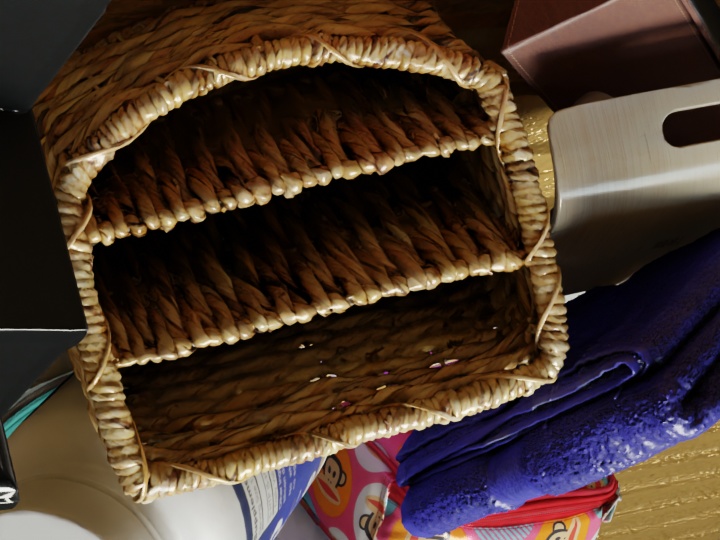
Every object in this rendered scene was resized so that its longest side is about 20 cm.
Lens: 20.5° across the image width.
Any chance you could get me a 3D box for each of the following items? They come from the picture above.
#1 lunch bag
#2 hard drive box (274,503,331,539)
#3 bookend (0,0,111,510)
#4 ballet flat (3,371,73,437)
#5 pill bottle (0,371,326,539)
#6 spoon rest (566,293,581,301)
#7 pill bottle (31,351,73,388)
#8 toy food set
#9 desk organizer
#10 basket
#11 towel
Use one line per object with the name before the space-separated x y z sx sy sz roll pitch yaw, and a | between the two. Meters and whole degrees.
lunch bag | 0.050 0.108 1.151 0.175 0.200 0.082 -2 119 -35
hard drive box | -0.018 0.175 1.159 0.155 0.200 0.077 11 117 -3
bookend | -0.131 -0.054 0.635 0.092 0.200 0.200 2 148 -38
ballet flat | -0.183 0.120 1.019 0.200 0.069 0.069 -54 149 8
pill bottle | -0.096 0.097 0.874 0.119 0.120 0.200 -32 -171 27
spoon rest | 0.180 -0.021 1.146 0.199 0.061 0.099 -28 156 17
pill bottle | -0.232 0.041 0.878 0.199 0.111 0.111 -21 157 2
toy food set | 0.133 -0.041 0.905 0.143 0.061 0.200 -11 167 -10
desk organizer | 0.118 -0.106 0.891 0.077 0.072 0.200 -24 157 15
basket | -0.027 -0.023 0.804 0.199 0.149 0.143 -13 127 -15
towel | 0.103 0.040 0.883 0.200 0.050 0.148 -30 -164 52
